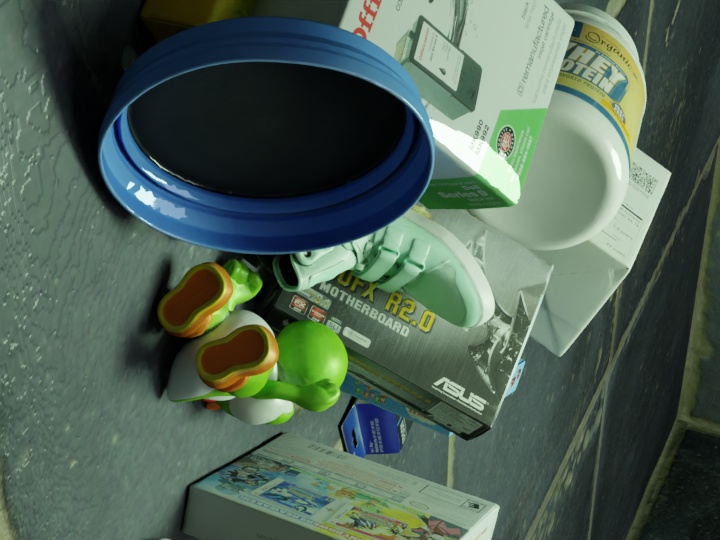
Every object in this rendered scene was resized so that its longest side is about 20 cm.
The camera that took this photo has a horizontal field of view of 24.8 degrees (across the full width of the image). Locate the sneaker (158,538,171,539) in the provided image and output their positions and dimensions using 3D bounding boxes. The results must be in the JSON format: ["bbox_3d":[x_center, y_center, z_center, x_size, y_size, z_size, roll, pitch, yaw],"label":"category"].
[{"bbox_3d":[-0.106,0.268,1.224,0.071,0.099,0.201,-61,156,-30],"label":"sneaker"}]

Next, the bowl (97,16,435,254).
[{"bbox_3d":[-0.055,-0.078,0.973,0.201,0.199,0.040,72,13,-58],"label":"bowl"}]

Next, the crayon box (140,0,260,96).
[{"bbox_3d":[-0.075,-0.182,1.044,0.127,0.050,0.201,62,46,-63],"label":"crayon box"}]

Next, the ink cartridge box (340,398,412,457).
[{"bbox_3d":[0.040,0.102,1.610,0.100,0.039,0.201,78,33,-54],"label":"ink cartridge box"}]

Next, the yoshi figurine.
[{"bbox_3d":[-0.065,0.056,1.174,0.200,0.111,0.113,58,43,-69],"label":"yoshi figurine"}]

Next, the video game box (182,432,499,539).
[{"bbox_3d":[-0.011,0.194,1.284,0.182,0.199,0.047,-15,120,-68],"label":"video game box"}]

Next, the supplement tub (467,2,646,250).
[{"bbox_3d":[0.163,-0.126,1.376,0.200,0.143,0.146,-67,162,-52],"label":"supplement tub"}]

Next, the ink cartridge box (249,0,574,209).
[{"bbox_3d":[0.035,-0.147,1.052,0.200,0.084,0.147,33,69,-41],"label":"ink cartridge box"}]

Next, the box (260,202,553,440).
[{"bbox_3d":[0.039,0.018,1.305,0.159,0.199,0.048,-64,-170,-26],"label":"box"}]

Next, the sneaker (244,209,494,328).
[{"bbox_3d":[0.000,0.000,1.220,0.118,0.200,0.074,-51,-178,-36],"label":"sneaker"}]

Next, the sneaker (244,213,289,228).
[{"bbox_3d":[-0.053,-0.086,1.140,0.079,0.077,0.201,79,29,-48],"label":"sneaker"}]

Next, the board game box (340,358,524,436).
[{"bbox_3d":[0.046,0.082,1.434,0.200,0.150,0.037,-19,128,-67],"label":"board game box"}]

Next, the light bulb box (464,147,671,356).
[{"bbox_3d":[0.163,-0.063,1.532,0.125,0.198,0.200,-55,179,35],"label":"light bulb box"}]
